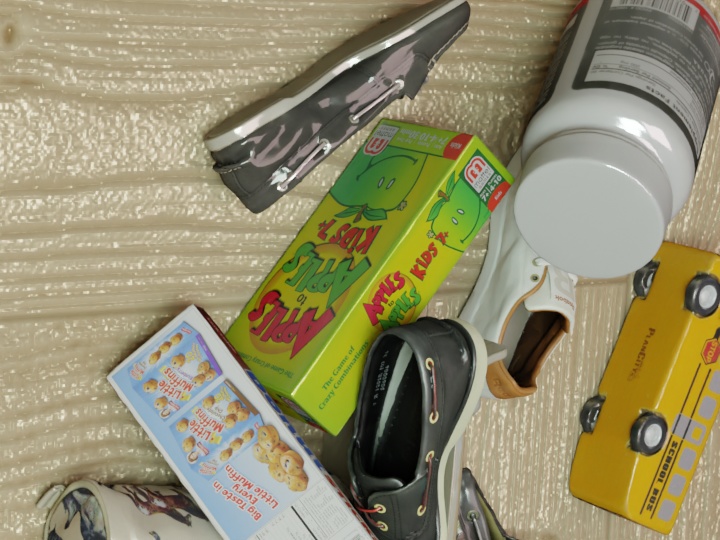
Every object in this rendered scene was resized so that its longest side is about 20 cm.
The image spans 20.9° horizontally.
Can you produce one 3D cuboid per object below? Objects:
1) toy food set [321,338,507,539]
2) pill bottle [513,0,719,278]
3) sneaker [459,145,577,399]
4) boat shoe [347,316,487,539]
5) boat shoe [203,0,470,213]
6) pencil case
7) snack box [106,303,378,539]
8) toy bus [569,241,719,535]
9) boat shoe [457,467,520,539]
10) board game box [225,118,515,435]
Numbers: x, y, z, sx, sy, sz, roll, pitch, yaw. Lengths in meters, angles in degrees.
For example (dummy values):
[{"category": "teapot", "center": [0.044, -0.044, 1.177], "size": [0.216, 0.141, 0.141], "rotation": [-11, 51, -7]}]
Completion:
[{"category": "toy food set", "center": [0.038, 0.135, 1.261], "size": [0.060, 0.143, 0.201], "rotation": [0, 99, -35]}, {"category": "pill bottle", "center": [0.168, -0.093, 1.274], "size": [0.114, 0.114, 0.200], "rotation": [58, 36, -29]}, {"category": "sneaker", "center": [0.129, -0.004, 1.333], "size": [0.073, 0.085, 0.201], "rotation": [22, 84, -35]}, {"category": "boat shoe", "center": [0.019, 0.124, 1.178], "size": [0.063, 0.074, 0.202], "rotation": [-2, 112, -43]}, {"category": "boat shoe", "center": [-0.007, -0.106, 1.225], "size": [0.200, 0.067, 0.057], "rotation": [-33, 107, -18]}, {"category": "pencil case", "center": [-0.098, 0.165, 1.214], "size": [0.199, 0.090, 0.078], "rotation": [2, 127, -35]}, {"category": "snack box", "center": [-0.066, 0.119, 1.165], "size": [0.072, 0.200, 0.024], "rotation": [-39, 165, 5]}, {"category": "toy bus", "center": [0.222, 0.085, 1.428], "size": [0.078, 0.065, 0.201], "rotation": [25, 85, -36]}, {"category": "boat shoe", "center": [0.097, 0.217, 1.354], "size": [0.065, 0.073, 0.200], "rotation": [-27, 122, 16]}, {"category": "board game box", "center": [0.000, 0.000, 1.231], "size": [0.048, 0.101, 0.200], "rotation": [45, 74, -33]}]
